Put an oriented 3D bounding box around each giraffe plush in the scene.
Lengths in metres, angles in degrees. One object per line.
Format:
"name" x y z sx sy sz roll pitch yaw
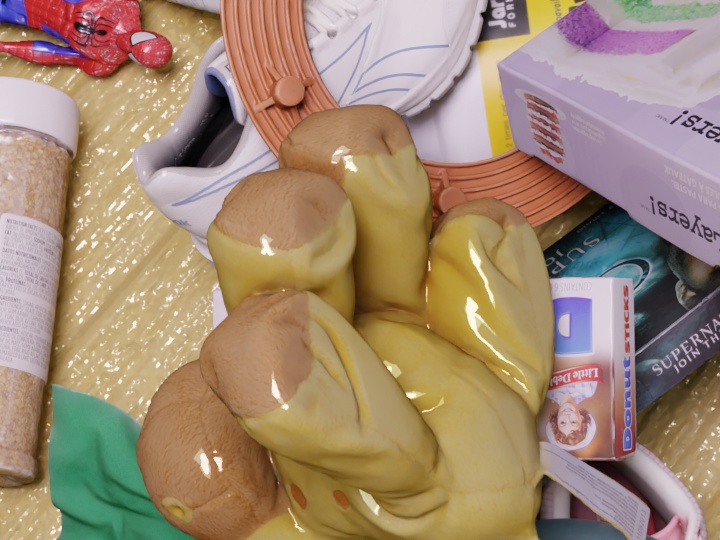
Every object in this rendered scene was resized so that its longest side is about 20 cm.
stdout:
"giraffe plush" -0.013 0.062 0.631 0.200 0.162 0.173 50 41 -13

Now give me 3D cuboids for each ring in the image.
"ring" 0.040 -0.111 0.696 0.199 0.019 0.202 0 89 -15

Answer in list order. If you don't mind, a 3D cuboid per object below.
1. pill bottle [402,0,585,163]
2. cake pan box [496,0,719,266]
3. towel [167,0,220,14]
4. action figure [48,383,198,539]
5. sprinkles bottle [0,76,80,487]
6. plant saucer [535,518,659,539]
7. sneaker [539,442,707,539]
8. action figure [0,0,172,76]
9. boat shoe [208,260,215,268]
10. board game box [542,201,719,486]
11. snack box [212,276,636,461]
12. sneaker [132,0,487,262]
"pill bottle" 0.093 -0.093 0.792 0.199 0.111 0.112 -8 71 7
"cake pan box" 0.184 -0.075 0.635 0.184 0.052 0.200 -37 44 -16
"towel" -0.035 -0.206 0.833 0.171 0.048 0.200 -51 33 -10
"action figure" -0.055 0.125 0.746 0.199 0.055 0.119 14 119 31
"sprinkles bottle" -0.185 0.005 0.830 0.068 0.068 0.201 0 73 10
"plant saucer" 0.097 0.202 0.678 0.199 0.027 0.201 9 106 34
"sneaker" 0.123 0.162 0.709 0.075 0.105 0.201 -16 71 1
"action figure" -0.188 -0.150 0.886 0.199 0.052 0.066 22 109 14
"boat shoe" 0.000 0.000 0.788 0.200 0.065 0.074 22 76 47
"board game box" 0.081 0.042 0.748 0.200 0.135 0.028 -37 113 -3
"snack box" 0.021 0.041 0.694 0.199 0.024 0.072 -2 86 34
"sneaker" -0.019 -0.089 0.721 0.074 0.087 0.200 41 95 33
